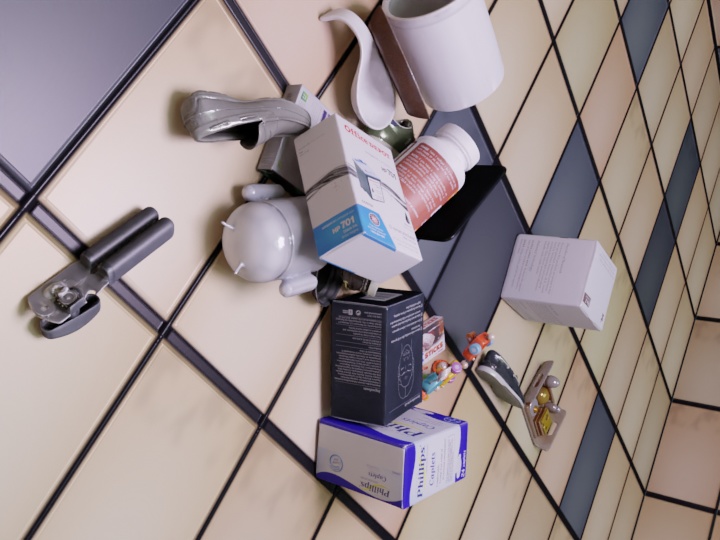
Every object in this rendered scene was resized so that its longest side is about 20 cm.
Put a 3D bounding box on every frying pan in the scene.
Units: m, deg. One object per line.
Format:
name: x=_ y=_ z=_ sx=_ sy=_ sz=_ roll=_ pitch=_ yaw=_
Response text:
frying pan: x=-0.052 y=-0.031 z=1.198 sx=0.115 sy=0.031 sz=0.191 roll=-52 pitch=148 yaw=-48

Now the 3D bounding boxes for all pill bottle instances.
pill bottle: x=0.100 y=-0.149 z=1.263 sx=0.200 sy=0.112 sz=0.112 roll=-43 pitch=130 yaw=-12

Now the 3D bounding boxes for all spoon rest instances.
spoon rest: x=0.004 y=-0.321 z=1.214 sx=0.099 sy=0.060 sz=0.201 roll=-44 pitch=118 yaw=-38

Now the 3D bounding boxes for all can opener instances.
can opener: x=-0.305 y=0.003 z=0.907 sx=0.200 sy=0.053 sz=0.067 roll=-46 pitch=161 yaw=-39

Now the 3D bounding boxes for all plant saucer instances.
plant saucer: x=0.060 y=-0.335 z=1.254 sx=0.200 sy=0.034 sz=0.201 roll=-90 pitch=154 yaw=-75

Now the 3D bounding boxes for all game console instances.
game console: x=0.153 y=-0.093 z=1.356 sx=0.200 sy=0.116 sz=0.176 roll=-48 pitch=160 yaw=-28

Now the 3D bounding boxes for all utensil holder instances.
utensil holder: x=0.149 y=-0.405 z=1.332 sx=0.170 sy=0.169 sz=0.200 roll=-59 pitch=139 yaw=-28

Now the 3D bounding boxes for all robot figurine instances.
robot figurine: x=-0.114 y=-0.046 z=1.081 sx=0.200 sy=0.113 sz=0.170 roll=-15 pitch=77 yaw=-51

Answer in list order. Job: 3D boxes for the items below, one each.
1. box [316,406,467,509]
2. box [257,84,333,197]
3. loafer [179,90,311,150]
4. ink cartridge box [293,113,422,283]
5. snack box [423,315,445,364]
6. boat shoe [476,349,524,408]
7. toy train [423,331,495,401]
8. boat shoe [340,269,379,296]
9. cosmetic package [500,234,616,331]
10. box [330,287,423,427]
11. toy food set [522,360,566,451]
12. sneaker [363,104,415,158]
box: x=0.056 y=0.304 z=1.299 sx=0.200 sy=0.183 sz=0.106 roll=-5 pitch=101 yaw=-52
box: x=-0.066 y=-0.174 z=1.191 sx=0.200 sy=0.036 sz=0.145 roll=35 pitch=68 yaw=-48
loafer: x=-0.149 y=-0.195 z=1.032 sx=0.199 sy=0.070 sz=0.070 roll=-6 pitch=72 yaw=-39
ink cartridge box: x=-0.005 y=-0.100 z=1.085 sx=0.146 sy=0.086 sz=0.201 roll=22 pitch=48 yaw=-50
snack box: x=0.101 y=0.154 z=1.465 sx=0.200 sy=0.024 sz=0.072 roll=-26 pitch=117 yaw=-48
boat shoe: x=0.334 y=0.252 z=1.744 sx=0.061 sy=0.075 sz=0.200 roll=-60 pitch=138 yaw=-19
toy train: x=0.176 y=0.179 z=1.502 sx=0.200 sy=0.056 sz=0.150 roll=-23 pitch=155 yaw=-48
boat shoe: x=0.000 y=0.000 z=1.223 sx=0.201 sy=0.060 sz=0.072 roll=-155 pitch=-96 yaw=-87
cosmetic package: x=0.465 y=0.028 z=1.779 sx=0.165 sy=0.199 sz=0.166 roll=36 pitch=67 yaw=-49
box: x=0.030 y=0.140 z=1.288 sx=0.148 sy=0.107 sz=0.201 roll=-14 pitch=106 yaw=-60
toy food set: x=0.483 y=0.350 z=1.965 sx=0.144 sy=0.060 sz=0.201 roll=-51 pitch=132 yaw=-35
sneaker: x=0.078 y=-0.221 z=1.341 sx=0.200 sy=0.067 sz=0.090 roll=27 pitch=79 yaw=-48
